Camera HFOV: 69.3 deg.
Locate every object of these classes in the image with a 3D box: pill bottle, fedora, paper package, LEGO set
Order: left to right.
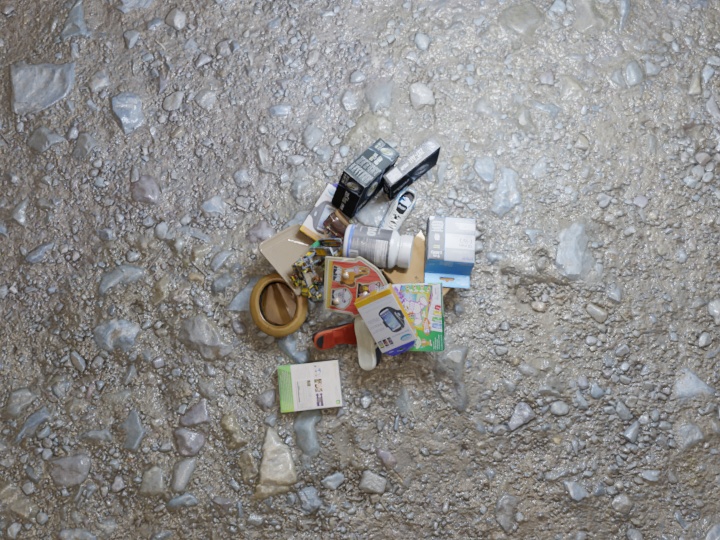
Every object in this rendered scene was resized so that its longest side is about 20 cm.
[{"bbox_3d":[-0.254,0.109,1.651,0.197,0.082,0.204,0,83,3],"label":"fedora"},{"bbox_3d":[-0.106,-0.009,1.579,0.199,0.115,0.156,-35,116,-40],"label":"LEGO set"},{"bbox_3d":[0.054,-0.068,1.545,0.197,0.114,0.116,8,83,8],"label":"pill bottle"},{"bbox_3d":[0.190,0.016,1.629,0.190,0.104,0.200,-43,82,-4],"label":"paper package"}]

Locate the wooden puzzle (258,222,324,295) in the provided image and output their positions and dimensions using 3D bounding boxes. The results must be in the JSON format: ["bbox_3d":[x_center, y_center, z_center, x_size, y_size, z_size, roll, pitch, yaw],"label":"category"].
[{"bbox_3d":[-0.201,-0.036,1.651,0.184,0.037,0.201,-35,83,-40],"label":"wooden puzzle"}]

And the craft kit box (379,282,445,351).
[{"bbox_3d":[0.149,0.138,1.553,0.195,0.048,0.203,-2,95,20],"label":"craft kit box"}]

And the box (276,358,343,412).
[{"bbox_3d":[-0.158,0.362,1.639,0.197,0.036,0.147,-6,83,1],"label":"box"}]

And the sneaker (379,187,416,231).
[{"bbox_3d":[0.116,-0.178,1.674,0.071,0.072,0.202,29,86,4],"label":"sneaker"}]

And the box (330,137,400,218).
[{"bbox_3d":[0.015,-0.284,1.608,0.086,0.164,0.200,38,55,6],"label":"box"}]

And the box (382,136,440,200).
[{"bbox_3d":[0.158,-0.318,1.644,0.199,0.160,0.044,-39,81,-3],"label":"box"}]

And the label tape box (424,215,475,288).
[{"bbox_3d":[0.267,-0.055,1.555,0.141,0.066,0.203,4,76,-2],"label":"label tape box"}]

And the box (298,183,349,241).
[{"bbox_3d":[-0.097,-0.182,1.679,0.118,0.041,0.201,33,87,-10],"label":"box"}]

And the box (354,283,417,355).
[{"bbox_3d":[0.080,0.149,1.513,0.118,0.042,0.202,-24,108,18],"label":"box"}]

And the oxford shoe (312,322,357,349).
[{"bbox_3d":[-0.057,0.194,1.638,0.197,0.072,0.072,-7,105,-18],"label":"oxford shoe"}]

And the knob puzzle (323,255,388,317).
[{"bbox_3d":[-0.011,0.055,1.525,0.216,0.031,0.223,3,115,6],"label":"knob puzzle"}]

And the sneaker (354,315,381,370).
[{"bbox_3d":[0.031,0.201,1.608,0.074,0.084,0.203,2,91,28],"label":"sneaker"}]

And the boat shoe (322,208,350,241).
[{"bbox_3d":[-0.035,-0.107,1.646,0.070,0.071,0.200,-41,116,11],"label":"boat shoe"}]
